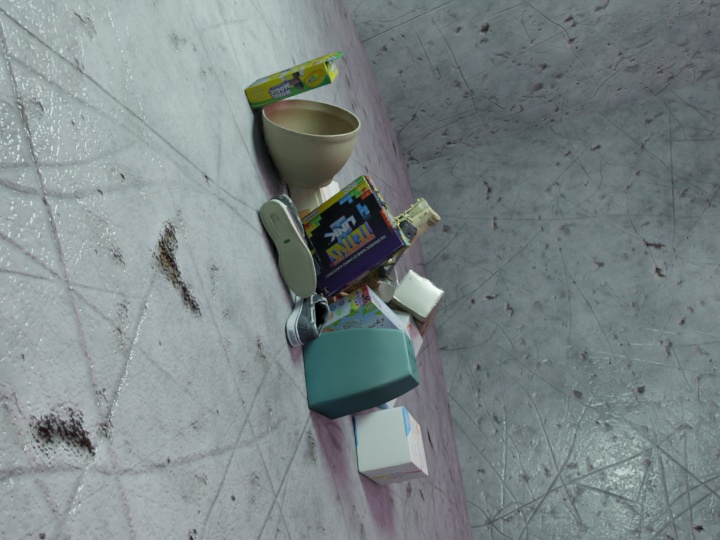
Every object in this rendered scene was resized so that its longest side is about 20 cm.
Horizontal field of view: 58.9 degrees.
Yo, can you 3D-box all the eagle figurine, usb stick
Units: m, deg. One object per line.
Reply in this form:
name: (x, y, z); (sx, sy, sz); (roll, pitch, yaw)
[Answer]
eagle figurine: (-0.006, -0.004, 1.426); (0.200, 0.149, 0.154); (-11, 116, -65)
usb stick: (0.068, -0.031, 1.562); (0.055, 0.201, 0.033); (32, 4, -30)

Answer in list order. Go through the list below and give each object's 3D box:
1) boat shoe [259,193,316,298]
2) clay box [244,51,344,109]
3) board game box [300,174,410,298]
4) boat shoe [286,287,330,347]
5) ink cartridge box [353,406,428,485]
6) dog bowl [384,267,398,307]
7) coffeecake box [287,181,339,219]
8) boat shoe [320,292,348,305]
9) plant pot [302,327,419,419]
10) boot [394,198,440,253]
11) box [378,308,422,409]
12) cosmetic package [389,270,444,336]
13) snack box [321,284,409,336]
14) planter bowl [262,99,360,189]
boat shoe: (-0.125, -0.046, 1.207); (0.068, 0.071, 0.202); (-62, 135, -67)
clay box: (-0.124, -0.387, 1.290); (0.115, 0.198, 0.048); (-79, 152, -63)
board game box: (-0.026, -0.067, 1.290); (0.166, 0.199, 0.057); (59, 18, 12)
boat shoe: (-0.090, 0.079, 1.237); (0.200, 0.067, 0.072); (-73, 147, -69)
ink cartridge box: (0.076, 0.417, 1.497); (0.200, 0.124, 0.130); (56, 23, -58)
dog bowl: (0.058, 0.014, 1.685); (0.200, 0.058, 0.203); (-12, 90, -80)
coffeecake box: (-0.089, -0.129, 1.472); (0.200, 0.072, 0.155); (-12, 88, -79)
boat shoe: (-0.012, 0.096, 1.408); (0.199, 0.069, 0.075); (22, 61, -43)
plant pot: (0.008, 0.193, 1.249); (0.141, 0.198, 0.143); (52, 27, -63)
boot: (0.102, -0.126, 1.601); (0.199, 0.155, 0.073); (30, 26, -46)
box: (0.055, 0.206, 1.506); (0.201, 0.097, 0.125); (-61, 146, -27)
cosmetic package: (0.131, 0.098, 1.576); (0.087, 0.103, 0.201); (-51, 164, -23)
snack box: (0.004, 0.126, 1.360); (0.200, 0.141, 0.053); (47, 17, -48)
planter bowl: (-0.107, -0.253, 1.310); (0.201, 0.198, 0.136); (-85, -175, -57)
